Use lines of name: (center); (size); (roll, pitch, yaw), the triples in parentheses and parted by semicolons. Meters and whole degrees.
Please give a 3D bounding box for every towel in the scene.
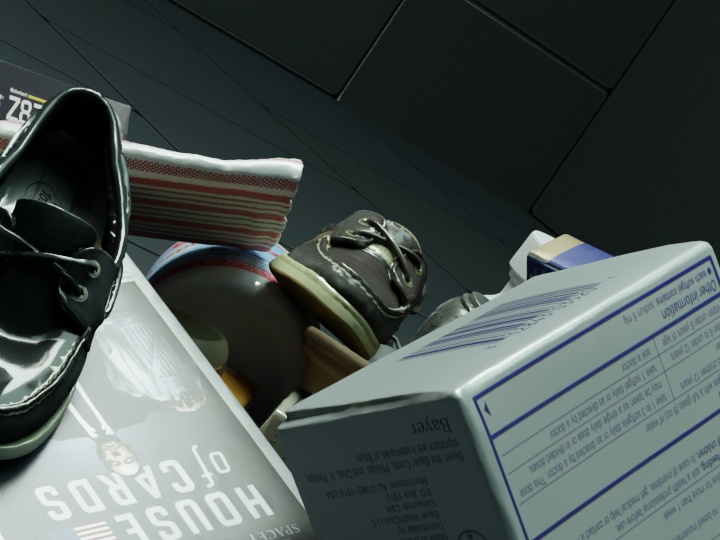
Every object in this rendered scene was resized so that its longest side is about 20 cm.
towel: (-0.107, -0.044, 1.116); (0.146, 0.030, 0.200); (6, -8, -5)

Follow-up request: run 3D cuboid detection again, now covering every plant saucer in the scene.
plant saucer: (0.049, 0.092, 1.085); (0.200, 0.030, 0.200); (35, -2, 1)

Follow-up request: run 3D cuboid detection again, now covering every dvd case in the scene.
dvd case: (-0.111, 0.070, 0.904); (0.150, 0.025, 0.200); (-9, 47, -41)

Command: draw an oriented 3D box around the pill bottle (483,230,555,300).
pill bottle: (0.078, 0.087, 1.243); (0.116, 0.200, 0.116); (34, 8, -6)

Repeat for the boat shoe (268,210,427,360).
boat shoe: (0.000, 0.000, 1.165); (0.073, 0.065, 0.200); (45, 2, -1)

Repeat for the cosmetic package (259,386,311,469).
cosmetic package: (0.024, 0.149, 1.060); (0.200, 0.087, 0.103); (34, 4, 3)

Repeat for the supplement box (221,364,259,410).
supplement box: (-0.103, 0.077, 1.052); (0.066, 0.069, 0.200); (34, 7, 1)

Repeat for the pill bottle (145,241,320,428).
pill bottle: (-0.076, 0.036, 1.250); (0.109, 0.109, 0.200); (33, 8, -7)

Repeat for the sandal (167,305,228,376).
sandal: (-0.135, -0.012, 1.027); (0.200, 0.054, 0.080); (30, 9, -27)

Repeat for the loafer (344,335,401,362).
loafer: (0.001, 0.079, 1.439); (0.068, 0.071, 0.201); (34, 8, -3)

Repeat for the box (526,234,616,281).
box: (0.153, 0.074, 1.001); (0.032, 0.122, 0.200); (-23, 36, -34)

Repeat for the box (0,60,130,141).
box: (-0.247, -0.085, 1.181); (0.199, 0.049, 0.161); (5, -7, 28)

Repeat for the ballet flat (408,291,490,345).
ballet flat: (0.087, 0.078, 1.136); (0.200, 0.057, 0.067); (44, 13, -38)

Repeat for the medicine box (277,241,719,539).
medicine box: (0.088, 0.115, 0.912); (0.182, 0.103, 0.201); (-26, 99, -46)

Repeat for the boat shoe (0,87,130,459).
boat shoe: (-0.131, -0.008, 0.912); (0.074, 0.066, 0.200); (25, 35, -5)
